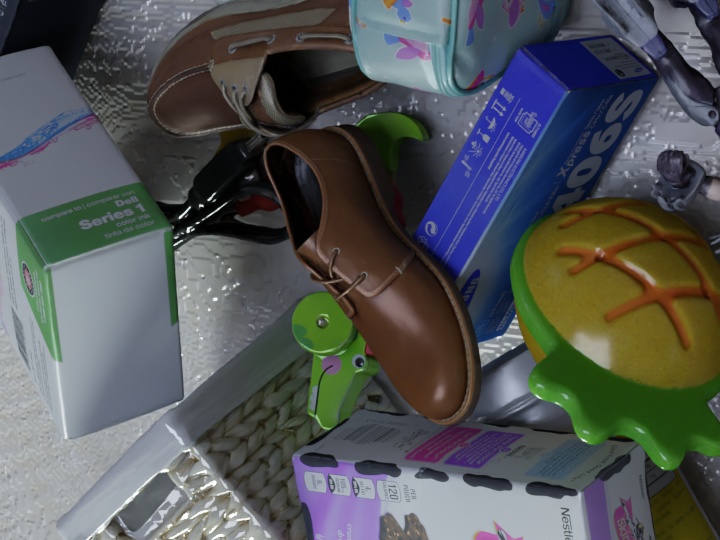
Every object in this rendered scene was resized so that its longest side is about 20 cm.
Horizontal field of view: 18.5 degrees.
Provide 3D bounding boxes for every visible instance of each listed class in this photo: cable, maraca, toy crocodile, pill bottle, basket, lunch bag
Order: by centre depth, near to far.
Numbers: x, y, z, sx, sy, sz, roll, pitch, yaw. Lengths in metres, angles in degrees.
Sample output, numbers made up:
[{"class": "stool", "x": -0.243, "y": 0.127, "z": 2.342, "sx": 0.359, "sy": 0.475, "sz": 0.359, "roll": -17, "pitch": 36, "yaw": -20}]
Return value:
[{"class": "lunch bag", "x": 0.065, "y": -0.207, "z": 1.211, "sx": 0.077, "sy": 0.160, "sz": 0.201, "roll": 18, "pitch": 120, "yaw": 30}, {"class": "maraca", "x": 0.146, "y": 0.033, "z": 1.218, "sx": 0.136, "sy": 0.200, "sz": 0.107, "roll": 16, "pitch": 127, "yaw": -7}, {"class": "pill bottle", "x": 0.138, "y": 0.137, "z": 1.306, "sx": 0.111, "sy": 0.111, "sz": 0.201, "roll": -30, "pitch": 89, "yaw": 34}, {"class": "toy crocodile", "x": 0.000, "y": 0.000, "z": 1.343, "sx": 0.061, "sy": 0.068, "sz": 0.201, "roll": 6, "pitch": 80, "yaw": 13}, {"class": "basket", "x": -0.070, "y": 0.129, "z": 1.378, "sx": 0.123, "sy": 0.200, "sz": 0.136, "roll": 46, "pitch": 123, "yaw": 2}, {"class": "cable", "x": -0.092, "y": -0.042, "z": 1.432, "sx": 0.200, "sy": 0.050, "sz": 0.097, "roll": -37, "pitch": 81, "yaw": 44}]

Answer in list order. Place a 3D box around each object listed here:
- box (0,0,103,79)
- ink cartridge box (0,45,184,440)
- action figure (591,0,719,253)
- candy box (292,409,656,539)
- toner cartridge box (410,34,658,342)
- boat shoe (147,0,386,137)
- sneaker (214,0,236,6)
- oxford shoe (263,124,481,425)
[{"class": "box", "x": -0.275, "y": -0.203, "z": 1.441, "sx": 0.200, "sy": 0.104, "sz": 0.183, "roll": 36, "pitch": 120, "yaw": 16}, {"class": "ink cartridge box", "x": -0.186, "y": -0.021, "z": 1.352, "sx": 0.200, "sy": 0.084, "sz": 0.145, "roll": 53, "pitch": 153, "yaw": 41}, {"class": "action figure", "x": 0.199, "y": -0.096, "z": 1.206, "sx": 0.130, "sy": 0.069, "sz": 0.200, "roll": -37, "pitch": 87, "yaw": 0}, {"class": "candy box", "x": 0.071, "y": 0.176, "z": 1.253, "sx": 0.199, "sy": 0.071, "sz": 0.169, "roll": 3, "pitch": 111, "yaw": 38}, {"class": "toner cartridge box", "x": 0.088, "y": -0.041, "z": 1.283, "sx": 0.043, "sy": 0.095, "sz": 0.200, "roll": 45, "pitch": 124, "yaw": 26}, {"class": "boat shoe", "x": -0.053, "y": -0.118, "z": 1.306, "sx": 0.199, "sy": 0.072, "sz": 0.076, "roll": -21, "pitch": 131, "yaw": 36}, {"class": "sneaker", "x": -0.033, "y": -0.230, "z": 1.316, "sx": 0.099, "sy": 0.070, "sz": 0.201, "roll": 10, "pitch": 116, "yaw": 23}, {"class": "oxford shoe", "x": 0.001, "y": 0.005, "z": 1.258, "sx": 0.071, "sy": 0.071, "sz": 0.200, "roll": -48, "pitch": 62, "yaw": 35}]
